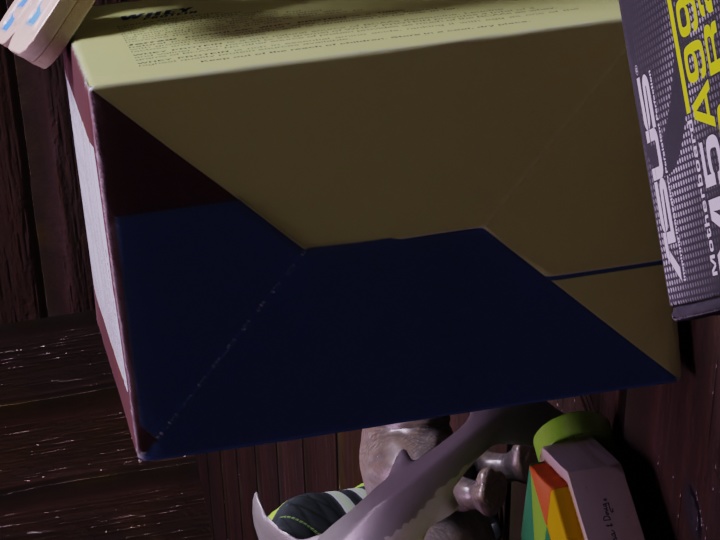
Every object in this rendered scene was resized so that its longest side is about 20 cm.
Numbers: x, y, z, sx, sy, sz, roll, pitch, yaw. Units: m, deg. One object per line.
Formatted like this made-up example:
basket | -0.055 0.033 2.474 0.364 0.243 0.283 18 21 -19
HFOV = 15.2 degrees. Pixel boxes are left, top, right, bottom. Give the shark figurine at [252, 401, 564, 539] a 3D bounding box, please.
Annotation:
shark figurine | -0.003 0.110 1.151 0.090 0.128 0.215 45 126 25

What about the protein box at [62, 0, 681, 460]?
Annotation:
protein box | -0.004 -0.032 1.017 0.200 0.198 0.135 -127 30 -74

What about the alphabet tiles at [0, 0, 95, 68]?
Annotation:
alphabet tiles | -0.077 -0.166 1.043 0.200 0.015 0.196 -57 17 -1

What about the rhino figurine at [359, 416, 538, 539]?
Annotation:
rhino figurine | 0.037 0.100 1.249 0.087 0.060 0.200 -10 87 38

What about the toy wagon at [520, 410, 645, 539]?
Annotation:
toy wagon | 0.096 0.160 1.097 0.200 0.039 0.155 92 167 -54

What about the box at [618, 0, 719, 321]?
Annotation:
box | 0.105 -0.091 0.723 0.160 0.044 0.200 157 104 -82

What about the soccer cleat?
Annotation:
soccer cleat | 0.008 0.136 1.317 0.200 0.081 0.068 -20 -76 -66
